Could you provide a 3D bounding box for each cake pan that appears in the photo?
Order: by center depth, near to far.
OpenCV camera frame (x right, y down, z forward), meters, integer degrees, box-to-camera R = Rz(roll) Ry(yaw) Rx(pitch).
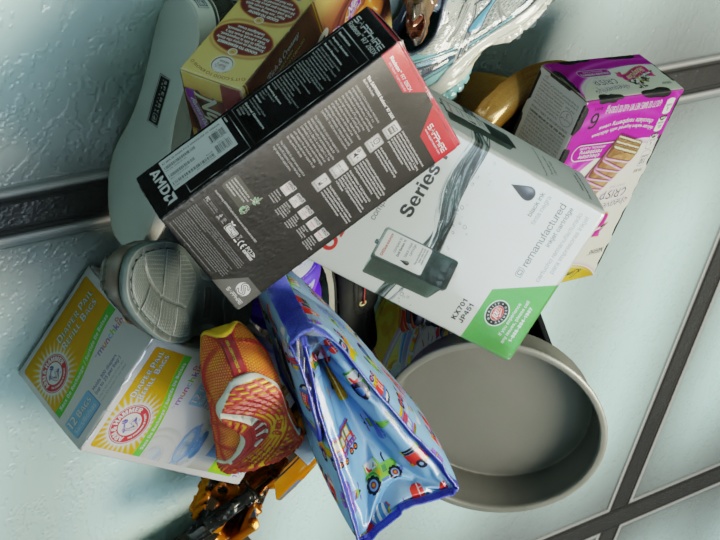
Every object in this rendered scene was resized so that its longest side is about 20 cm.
[{"bbox_3d":[0.116,0.128,1.473,0.198,0.037,0.202,5,128,6],"label":"cake pan"}]

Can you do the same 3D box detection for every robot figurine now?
[{"bbox_3d":[-0.077,0.163,1.486,0.200,0.058,0.145,-45,-168,25],"label":"robot figurine"}]

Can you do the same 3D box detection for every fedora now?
[{"bbox_3d":[0.120,-0.115,1.484,0.200,0.082,0.202,-31,145,-24],"label":"fedora"}]

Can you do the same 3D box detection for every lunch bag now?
[{"bbox_3d":[-0.020,0.081,1.305,0.093,0.151,0.201,-29,114,-2],"label":"lunch bag"}]

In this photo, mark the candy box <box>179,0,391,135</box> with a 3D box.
[{"bbox_3d":[-0.049,-0.159,1.226,0.201,0.056,0.117,-56,155,-33],"label":"candy box"}]

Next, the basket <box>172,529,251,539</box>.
[{"bbox_3d":[-0.175,0.326,1.557,0.199,0.136,0.181,-38,147,-18],"label":"basket"}]

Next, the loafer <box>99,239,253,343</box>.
[{"bbox_3d":[-0.148,0.018,1.268,0.200,0.062,0.073,19,78,-67],"label":"loafer"}]

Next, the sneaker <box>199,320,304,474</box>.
[{"bbox_3d":[-0.086,0.101,1.314,0.072,0.078,0.201,-16,152,-12],"label":"sneaker"}]

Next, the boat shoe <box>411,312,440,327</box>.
[{"bbox_3d":[0.051,-0.028,1.402,0.061,0.075,0.201,-12,130,5],"label":"boat shoe"}]

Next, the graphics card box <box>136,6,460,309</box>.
[{"bbox_3d":[-0.040,-0.074,1.158,0.199,0.051,0.126,-38,142,0],"label":"graphics card box"}]

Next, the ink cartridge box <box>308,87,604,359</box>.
[{"bbox_3d":[0.062,-0.045,1.296,0.198,0.083,0.147,26,109,-18],"label":"ink cartridge box"}]

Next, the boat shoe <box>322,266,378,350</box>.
[{"bbox_3d":[0.000,0.002,1.466,0.062,0.074,0.203,-1,135,5],"label":"boat shoe"}]

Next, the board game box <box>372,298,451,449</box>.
[{"bbox_3d":[0.068,0.069,1.557,0.034,0.134,0.202,-2,125,-44],"label":"board game box"}]

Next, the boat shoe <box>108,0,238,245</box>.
[{"bbox_3d":[-0.129,-0.105,1.245,0.063,0.071,0.202,-2,123,-43],"label":"boat shoe"}]

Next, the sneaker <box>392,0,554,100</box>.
[{"bbox_3d":[0.085,-0.216,1.359,0.200,0.078,0.086,-49,136,-2],"label":"sneaker"}]

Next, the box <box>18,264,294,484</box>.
[{"bbox_3d":[-0.157,0.087,1.370,0.113,0.101,0.199,-54,144,9],"label":"box"}]

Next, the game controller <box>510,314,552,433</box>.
[{"bbox_3d":[0.134,0.049,1.557,0.042,0.201,0.105,-3,135,-13],"label":"game controller"}]

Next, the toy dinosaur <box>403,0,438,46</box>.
[{"bbox_3d":[0.079,-0.276,1.290,0.199,0.086,0.136,-38,144,-22],"label":"toy dinosaur"}]

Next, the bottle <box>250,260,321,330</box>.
[{"bbox_3d":[-0.075,-0.006,1.397,0.083,0.065,0.201,-31,142,-11],"label":"bottle"}]

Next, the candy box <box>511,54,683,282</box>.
[{"bbox_3d":[0.179,-0.081,1.452,0.135,0.061,0.201,-12,136,-42],"label":"candy box"}]
